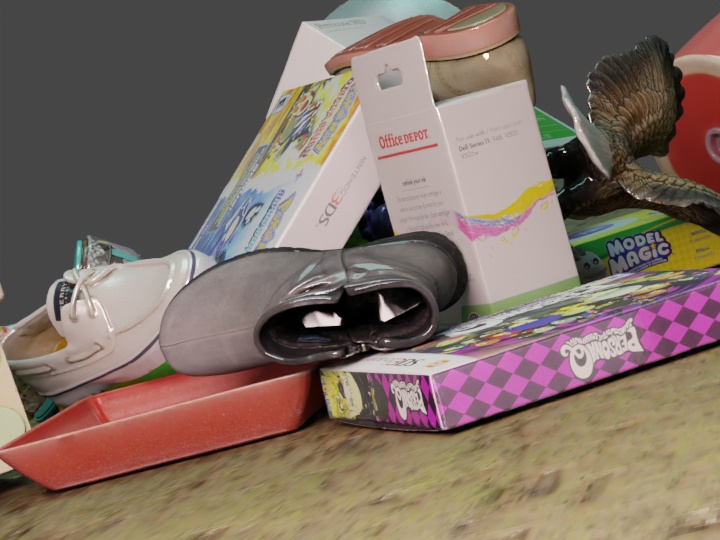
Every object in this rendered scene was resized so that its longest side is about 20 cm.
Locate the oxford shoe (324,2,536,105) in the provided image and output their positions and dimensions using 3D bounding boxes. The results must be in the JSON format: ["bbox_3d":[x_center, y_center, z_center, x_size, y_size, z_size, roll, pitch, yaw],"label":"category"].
[{"bbox_3d":[0.043,-0.126,1.693,0.071,0.074,0.200,-30,15,-25],"label":"oxford shoe"}]

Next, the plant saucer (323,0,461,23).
[{"bbox_3d":[0.027,-0.107,1.929,0.200,0.202,0.039,-13,9,34],"label":"plant saucer"}]

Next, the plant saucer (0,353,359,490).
[{"bbox_3d":[-0.101,0.086,1.580,0.199,0.037,0.200,-15,5,12],"label":"plant saucer"}]

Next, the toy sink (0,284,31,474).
[{"bbox_3d":[-0.286,0.091,1.612,0.130,0.113,0.200,-19,-3,-24],"label":"toy sink"}]

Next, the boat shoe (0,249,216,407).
[{"bbox_3d":[-0.171,0.030,1.683,0.070,0.071,0.200,29,-34,-27],"label":"boat shoe"}]

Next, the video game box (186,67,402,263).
[{"bbox_3d":[-0.051,-0.036,1.688,0.201,0.047,0.182,-60,21,-15],"label":"video game box"}]

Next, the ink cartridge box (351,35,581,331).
[{"bbox_3d":[0.066,-0.046,1.563,0.067,0.201,0.117,-17,4,-22],"label":"ink cartridge box"}]

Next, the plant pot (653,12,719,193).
[{"bbox_3d":[0.328,-0.130,1.987,0.177,0.201,0.200,-31,12,-35],"label":"plant pot"}]

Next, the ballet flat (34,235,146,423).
[{"bbox_3d":[-0.189,0.053,1.866,0.072,0.072,0.201,-18,-31,-30],"label":"ballet flat"}]

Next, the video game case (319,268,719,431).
[{"bbox_3d":[0.097,0.042,1.410,0.199,0.036,0.181,-17,5,-18],"label":"video game case"}]

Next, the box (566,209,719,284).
[{"bbox_3d":[0.171,-0.008,1.772,0.199,0.049,0.117,-15,3,-13],"label":"box"}]

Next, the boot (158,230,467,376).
[{"bbox_3d":[-0.042,0.025,1.480,0.199,0.070,0.132,-18,7,17],"label":"boot"}]

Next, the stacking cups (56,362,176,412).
[{"bbox_3d":[-0.123,0.062,1.845,0.199,0.061,0.060,-18,5,-40],"label":"stacking cups"}]

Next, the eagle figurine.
[{"bbox_3d":[0.173,-0.063,1.653,0.199,0.153,0.151,-16,20,-24],"label":"eagle figurine"}]

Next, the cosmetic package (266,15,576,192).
[{"bbox_3d":[0.047,-0.098,1.818,0.200,0.085,0.107,34,25,25],"label":"cosmetic package"}]

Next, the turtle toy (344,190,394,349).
[{"bbox_3d":[0.000,0.000,1.814,0.101,0.147,0.200,8,12,17],"label":"turtle toy"}]

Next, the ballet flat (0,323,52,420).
[{"bbox_3d":[-0.282,0.101,1.826,0.200,0.076,0.064,-34,14,48],"label":"ballet flat"}]
